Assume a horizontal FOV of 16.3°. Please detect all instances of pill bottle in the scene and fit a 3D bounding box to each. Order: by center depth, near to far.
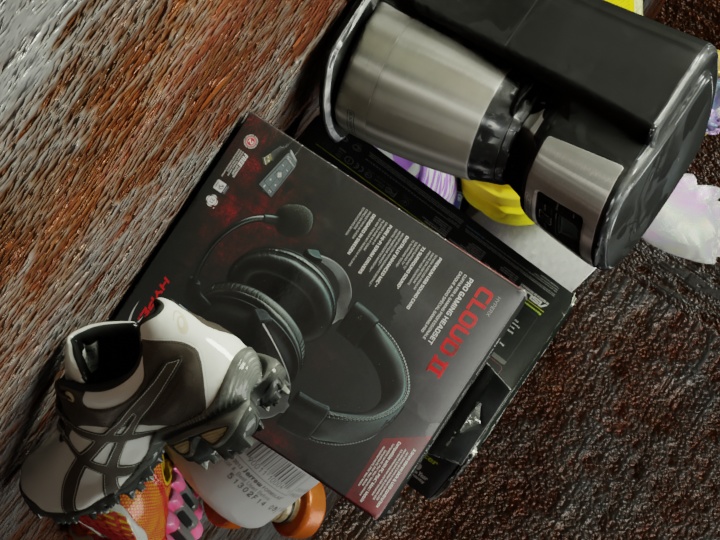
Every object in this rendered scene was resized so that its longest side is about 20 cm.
[{"bbox_3d":[-0.027,0.065,1.622,0.200,0.114,0.114,-39,178,12],"label":"pill bottle"}]

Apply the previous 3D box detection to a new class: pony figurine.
[{"bbox_3d":[0.228,-0.108,1.992,0.200,0.193,0.167,111,-16,-65],"label":"pony figurine"}]

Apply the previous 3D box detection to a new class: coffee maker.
[{"bbox_3d":[0.104,-0.123,1.457,0.192,0.200,0.135,-64,165,1],"label":"coffee maker"}]

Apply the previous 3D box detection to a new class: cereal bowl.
[{"bbox_3d":[0.134,-0.039,1.863,0.200,0.083,0.200,-46,-175,5],"label":"cereal bowl"}]

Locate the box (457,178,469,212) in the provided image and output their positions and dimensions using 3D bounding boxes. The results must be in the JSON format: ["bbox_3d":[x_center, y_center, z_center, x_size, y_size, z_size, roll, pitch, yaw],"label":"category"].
[{"bbox_3d":[0.000,0.000,1.899,0.164,0.086,0.200,-53,173,-37],"label":"box"}]

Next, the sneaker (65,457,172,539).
[{"bbox_3d":[-0.144,0.149,1.604,0.200,0.073,0.077,115,0,-72],"label":"sneaker"}]

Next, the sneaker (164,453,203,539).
[{"bbox_3d":[-0.166,0.203,1.728,0.079,0.095,0.200,70,25,-52],"label":"sneaker"}]

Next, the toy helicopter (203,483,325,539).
[{"bbox_3d":[-0.063,0.086,1.799,0.079,0.132,0.200,13,108,-38],"label":"toy helicopter"}]

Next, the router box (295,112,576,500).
[{"bbox_3d":[0.010,0.019,1.495,0.150,0.200,0.062,-51,177,-41],"label":"router box"}]

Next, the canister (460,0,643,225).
[{"bbox_3d":[0.131,-0.150,1.724,0.148,0.087,0.200,-32,137,-25],"label":"canister"}]

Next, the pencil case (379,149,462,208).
[{"bbox_3d":[0.016,-0.061,1.698,0.086,0.084,0.200,-66,170,0],"label":"pencil case"}]

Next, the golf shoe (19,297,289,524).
[{"bbox_3d":[-0.127,0.066,1.307,0.200,0.094,0.078,-29,-154,41],"label":"golf shoe"}]

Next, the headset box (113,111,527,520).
[{"bbox_3d":[-0.015,0.031,1.375,0.149,0.200,0.077,-56,175,0],"label":"headset box"}]
